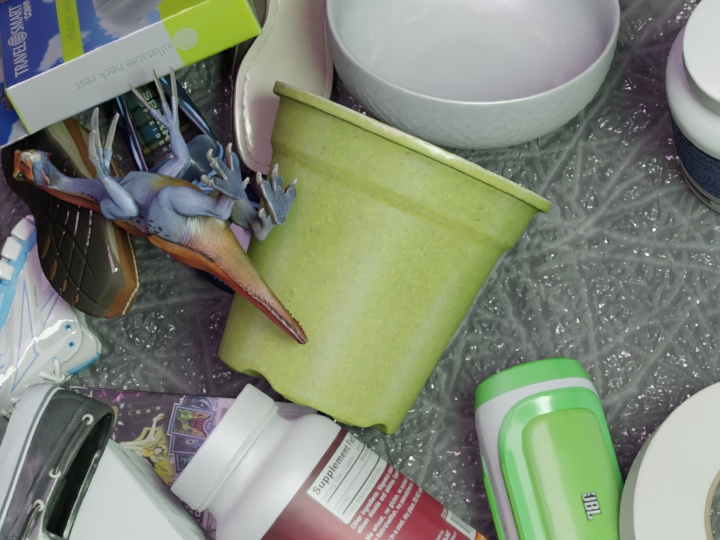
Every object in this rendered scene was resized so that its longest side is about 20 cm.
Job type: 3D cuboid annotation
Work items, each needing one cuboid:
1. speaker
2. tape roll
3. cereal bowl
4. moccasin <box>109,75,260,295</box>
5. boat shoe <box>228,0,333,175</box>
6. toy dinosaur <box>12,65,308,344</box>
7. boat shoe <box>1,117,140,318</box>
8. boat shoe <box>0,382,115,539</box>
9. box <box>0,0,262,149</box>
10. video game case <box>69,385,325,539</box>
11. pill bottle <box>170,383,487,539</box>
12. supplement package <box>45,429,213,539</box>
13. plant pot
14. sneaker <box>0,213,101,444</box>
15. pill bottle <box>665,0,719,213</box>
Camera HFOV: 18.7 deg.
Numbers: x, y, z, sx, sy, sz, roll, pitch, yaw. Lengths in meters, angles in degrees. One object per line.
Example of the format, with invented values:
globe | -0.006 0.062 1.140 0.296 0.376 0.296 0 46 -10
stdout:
speaker | 0.133 0.162 1.409 0.088 0.088 0.201 -16 72 7
tape roll | 0.260 0.165 1.371 0.201 0.037 0.204 4 68 -10
cereal bowl | 0.074 -0.152 1.493 0.198 0.084 0.201 1 49 -2
moccasin | -0.128 -0.067 1.535 0.080 0.068 0.200 -37 71 0
boat shoe | -0.060 -0.161 1.553 0.071 0.059 0.202 13 78 -26
toy dinosaur | -0.139 -0.038 1.382 0.181 0.105 0.202 -13 81 37
boat shoe | -0.184 -0.046 1.510 0.076 0.073 0.201 -57 41 27
boat shoe | -0.201 0.166 1.332 0.056 0.069 0.202 9 74 17
box | -0.173 -0.169 1.522 0.199 0.048 0.122 -23 37 4
video game case | -0.122 0.184 1.480 0.180 0.036 0.202 3 75 12
pill bottle | -0.018 0.166 1.397 0.200 0.113 0.113 37 84 0
supplement package | -0.181 0.233 1.402 0.200 0.111 0.156 -43 69 -1
plant pot | 0.000 0.000 1.441 0.199 0.200 0.185 23 92 17
sneaker | -0.229 0.064 1.520 0.086 0.075 0.201 17 79 10
pill bottle | 0.252 -0.110 1.400 0.110 0.200 0.112 -3 74 11
